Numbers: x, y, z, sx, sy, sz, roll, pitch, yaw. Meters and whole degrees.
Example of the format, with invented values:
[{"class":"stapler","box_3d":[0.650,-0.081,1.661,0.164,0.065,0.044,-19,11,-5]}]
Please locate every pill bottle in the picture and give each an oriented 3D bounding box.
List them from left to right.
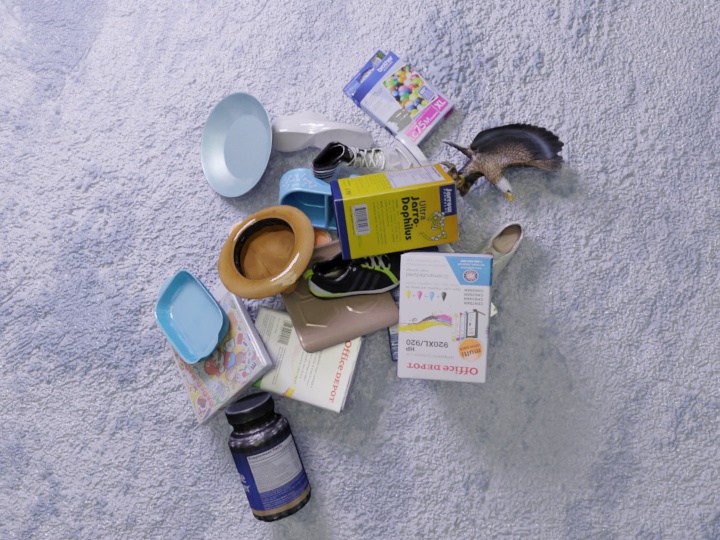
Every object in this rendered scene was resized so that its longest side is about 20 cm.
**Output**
[{"class":"pill bottle","box_3d":[-0.166,0.323,1.084,0.111,0.112,0.201,-17,98,5]}]

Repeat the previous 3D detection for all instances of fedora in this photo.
[{"class":"fedora","box_3d":[-0.154,-0.020,1.089,0.200,0.082,0.201,-13,52,17]}]

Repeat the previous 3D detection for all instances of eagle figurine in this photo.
[{"class":"eagle figurine","box_3d":[0.255,-0.198,1.110,0.199,0.152,0.151,-30,123,18]}]

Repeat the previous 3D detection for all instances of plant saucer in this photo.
[{"class":"plant saucer","box_3d":[-0.232,-0.241,1.199,0.200,0.039,0.202,0,90,36]}]

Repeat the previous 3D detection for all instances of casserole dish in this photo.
[{"class":"casserole dish","box_3d":[-0.309,0.086,1.143,0.200,0.039,0.121,42,100,33]}]

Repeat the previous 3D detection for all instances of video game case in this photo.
[{"class":"video game case","box_3d":[-0.265,0.147,1.133,0.182,0.023,0.200,-42,59,16]}]

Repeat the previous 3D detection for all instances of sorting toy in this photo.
[{"class":"sorting toy","box_3d":[-0.048,0.041,1.123,0.184,0.037,0.201,-18,58,-14]}]

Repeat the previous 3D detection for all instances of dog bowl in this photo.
[{"class":"dog bowl","box_3d":[-0.059,-0.125,1.144,0.199,0.112,0.050,9,50,5]}]

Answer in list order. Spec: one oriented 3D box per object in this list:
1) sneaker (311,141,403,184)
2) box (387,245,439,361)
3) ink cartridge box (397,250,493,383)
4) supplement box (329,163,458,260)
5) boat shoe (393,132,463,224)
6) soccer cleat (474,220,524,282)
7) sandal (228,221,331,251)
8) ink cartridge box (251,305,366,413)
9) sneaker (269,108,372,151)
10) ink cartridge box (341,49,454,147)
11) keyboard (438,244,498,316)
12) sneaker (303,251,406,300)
[{"class":"sneaker","box_3d":[0.005,-0.198,1.150,0.199,0.115,0.076,-11,80,5]},{"class":"box","box_3d":[0.103,0.059,1.143,0.120,0.032,0.201,-9,84,10]},{"class":"ink cartridge box","box_3d":[0.144,0.072,1.032,0.146,0.145,0.201,3,95,12]},{"class":"supplement box","box_3d":[0.056,-0.101,1.049,0.199,0.109,0.110,-9,115,-2]},{"class":"boat shoe","box_3d":[0.102,-0.148,1.136,0.086,0.075,0.202,-34,105,-1]},{"class":"soccer cleat","box_3d":[0.226,-0.010,1.113,0.069,0.078,0.200,36,85,8]},{"class":"sandal","box_3d":[-0.160,-0.056,1.181,0.205,0.059,0.080,7,84,7]},{"class":"ink cartridge box","box_3d":[-0.103,0.162,1.134,0.199,0.084,0.146,15,85,10]},{"class":"sneaker","box_3d":[-0.074,-0.277,1.200,0.199,0.075,0.089,5,52,-1]},{"class":"ink cartridge box","box_3d":[0.070,-0.337,1.199,0.200,0.042,0.119,42,89,12]},{"class":"keyboard","box_3d":[0.177,0.011,1.158,0.056,0.011,0.200,-34,80,-3]},{"class":"sneaker","box_3d":[0.000,0.000,1.080,0.199,0.083,0.072,-16,58,-13]}]
